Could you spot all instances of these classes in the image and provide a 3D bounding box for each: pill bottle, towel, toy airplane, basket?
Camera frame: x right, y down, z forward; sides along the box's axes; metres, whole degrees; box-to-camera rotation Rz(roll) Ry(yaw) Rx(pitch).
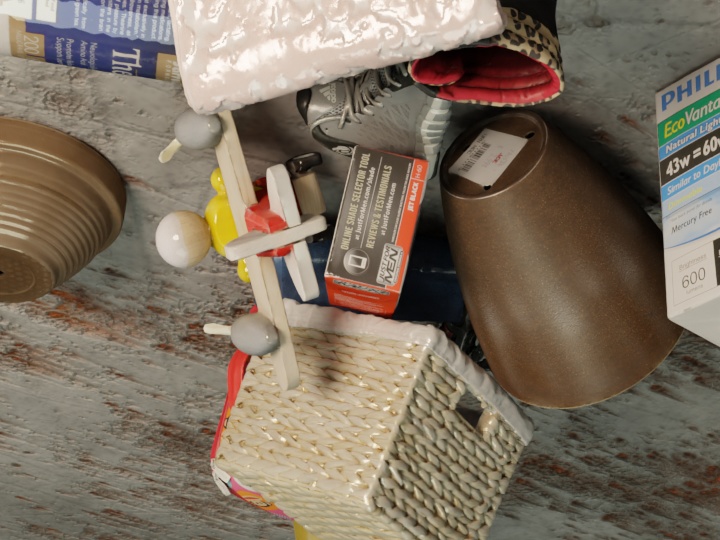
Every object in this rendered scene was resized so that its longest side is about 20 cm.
[{"bbox_3d":[-0.135,-0.181,0.897,0.197,0.112,0.111,8,149,-8],"label":"pill bottle"},{"bbox_3d":[0.000,0.000,1.255,0.197,0.049,0.112,5,150,-2],"label":"towel"},{"bbox_3d":[-0.091,-0.031,1.060,0.139,0.202,0.200,-13,148,2],"label":"toy airplane"},{"bbox_3d":[0.009,0.147,1.201,0.198,0.162,0.198,9,156,40],"label":"basket"},{"bbox_3d":[-0.028,-0.205,0.791,0.197,0.194,0.032,-12,-179,22],"label":"towel"}]

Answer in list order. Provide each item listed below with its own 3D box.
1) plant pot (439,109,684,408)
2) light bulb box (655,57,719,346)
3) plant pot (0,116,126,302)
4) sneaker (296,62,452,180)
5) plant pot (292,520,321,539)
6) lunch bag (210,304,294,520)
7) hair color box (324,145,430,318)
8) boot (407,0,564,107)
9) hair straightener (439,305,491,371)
[{"bbox_3d":[0.144,-0.024,1.101,0.185,0.189,0.201,-15,133,26],"label":"plant pot"},{"bbox_3d":[0.324,-0.065,0.972,0.124,0.202,0.197,25,143,-31],"label":"light bulb box"},{"bbox_3d":[-0.304,-0.036,1.174,0.198,0.094,0.202,2,150,1],"label":"plant pot"},{"bbox_3d":[0.009,-0.132,1.010,0.114,0.076,0.201,6,150,-1],"label":"sneaker"},{"bbox_3d":[0.001,0.249,1.536,0.197,0.191,0.202,2,151,1],"label":"plant pot"},{"bbox_3d":[-0.065,0.131,1.325,0.081,0.203,0.176,-5,152,42],"label":"lunch bag"},{"bbox_3d":[0.012,-0.025,1.087,0.060,0.103,0.200,13,174,2],"label":"hair color box"},{"bbox_3d":[0.041,-0.187,0.834,0.197,0.153,0.073,12,151,-19],"label":"boot"},{"bbox_3d":[0.104,0.076,1.394,0.076,0.041,0.201,8,144,-10],"label":"hair straightener"}]
